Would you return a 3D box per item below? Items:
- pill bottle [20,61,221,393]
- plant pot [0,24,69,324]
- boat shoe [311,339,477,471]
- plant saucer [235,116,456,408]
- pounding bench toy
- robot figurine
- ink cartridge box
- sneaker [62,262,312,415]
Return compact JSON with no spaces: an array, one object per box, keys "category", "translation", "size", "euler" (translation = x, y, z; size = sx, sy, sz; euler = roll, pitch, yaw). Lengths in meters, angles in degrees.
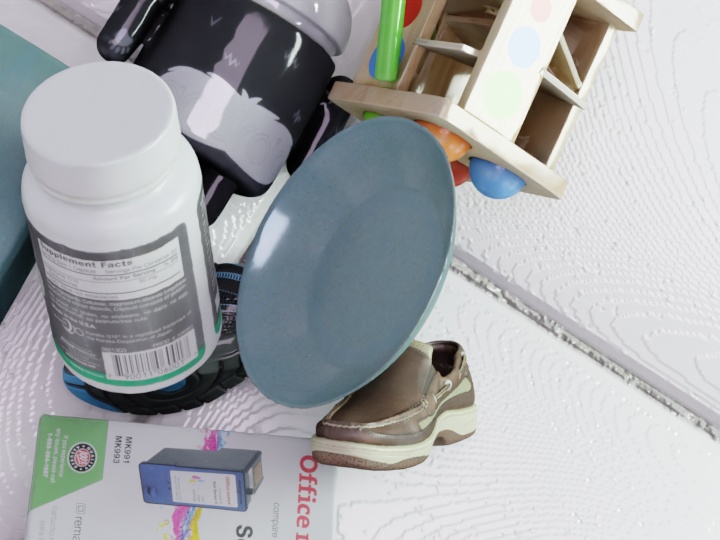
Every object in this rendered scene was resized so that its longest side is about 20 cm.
[{"category":"pill bottle","translation":[-0.151,-0.027,1.553],"size":[0.113,0.200,0.113],"euler":[-2,46,2]},{"category":"plant pot","translation":[-0.267,-0.056,1.632],"size":[0.141,0.141,0.200],"euler":[32,75,0]},{"category":"boat shoe","translation":[0.021,0.080,1.601],"size":[0.075,0.202,0.075],"euler":[5,97,18]},{"category":"plant saucer","translation":[0.000,0.000,1.584],"size":[0.039,0.201,0.201],"euler":[28,80,-36]},{"category":"pounding bench toy","translation":[0.054,-0.150,1.623],"size":[0.200,0.124,0.156],"euler":[31,80,-37]},{"category":"robot figurine","translation":[-0.089,-0.129,1.658],"size":[0.125,0.150,0.200],"euler":[25,82,27]},{"category":"ink cartridge box","translation":[-0.117,0.182,1.601],"size":[0.200,0.088,0.146],"euler":[7,56,-5]},{"category":"sneaker","translation":[-0.105,0.043,1.670],"size":[0.200,0.073,0.082],"euler":[-10,64,-9]}]
